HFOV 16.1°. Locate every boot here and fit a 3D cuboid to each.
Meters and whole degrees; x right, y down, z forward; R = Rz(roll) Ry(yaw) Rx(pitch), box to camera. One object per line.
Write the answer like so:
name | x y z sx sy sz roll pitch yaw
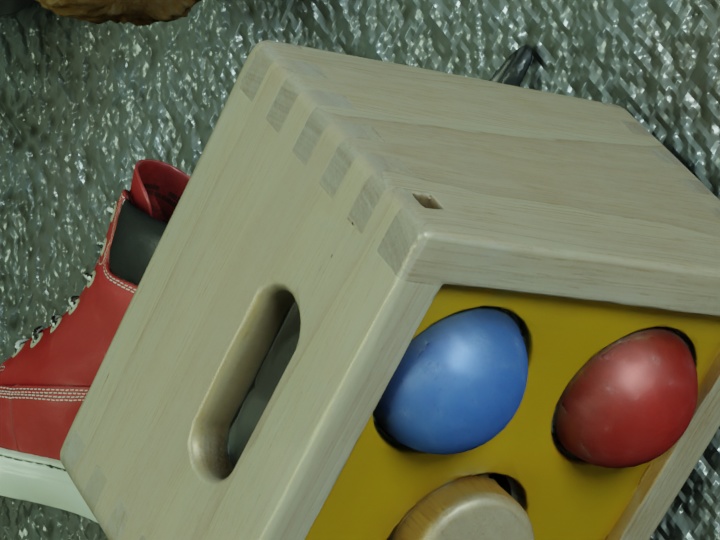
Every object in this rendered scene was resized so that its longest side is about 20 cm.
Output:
boot | -0.113 0.023 1.041 0.199 0.072 0.145 9 99 44

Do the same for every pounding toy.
pounding toy | 0.031 0.062 0.782 0.142 0.184 0.201 50 122 41

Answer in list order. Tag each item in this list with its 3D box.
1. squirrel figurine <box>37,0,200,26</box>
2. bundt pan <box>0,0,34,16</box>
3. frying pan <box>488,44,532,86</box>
squirrel figurine | -0.077 -0.198 0.929 0.200 0.141 0.187 -52 47 37
bundt pan | -0.177 -0.197 1.102 0.201 0.075 0.203 6 98 52
frying pan | -0.003 0.013 0.883 0.190 0.031 0.115 -54 15 42
